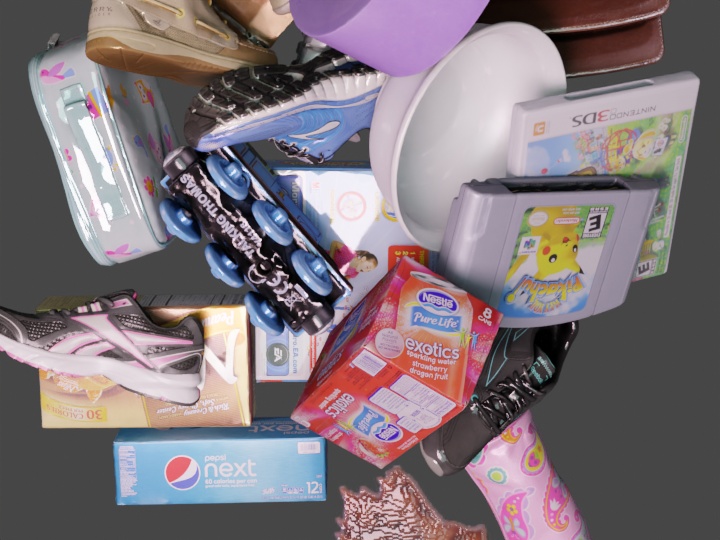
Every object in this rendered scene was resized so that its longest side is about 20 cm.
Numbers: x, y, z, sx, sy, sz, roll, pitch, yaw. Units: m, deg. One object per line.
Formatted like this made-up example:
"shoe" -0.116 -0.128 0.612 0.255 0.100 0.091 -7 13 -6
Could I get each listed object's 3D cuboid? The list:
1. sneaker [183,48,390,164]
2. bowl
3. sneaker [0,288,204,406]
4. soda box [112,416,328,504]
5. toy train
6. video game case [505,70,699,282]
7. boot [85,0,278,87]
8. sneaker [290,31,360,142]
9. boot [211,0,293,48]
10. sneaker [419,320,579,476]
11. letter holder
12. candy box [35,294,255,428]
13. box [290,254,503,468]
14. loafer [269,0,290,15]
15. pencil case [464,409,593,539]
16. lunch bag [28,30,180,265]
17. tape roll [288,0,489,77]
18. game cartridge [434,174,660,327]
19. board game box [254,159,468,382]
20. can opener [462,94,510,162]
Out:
"sneaker" -0.054 -0.123 1.213 0.198 0.078 0.090 -16 125 -29
"bowl" 0.074 -0.125 1.221 0.200 0.090 0.203 -26 132 -32
"sneaker" -0.231 0.054 1.297 0.198 0.080 0.087 15 88 -10
"soda box" -0.130 0.179 1.374 0.197 0.068 0.065 -1 102 0
"toy train" -0.089 -0.033 1.245 0.087 0.114 0.200 -39 98 19
"video game case" 0.206 -0.067 1.273 0.180 0.022 0.202 -13 126 -22
"boot" -0.145 -0.239 1.220 0.072 0.199 0.157 -7 81 44
"sneaker" 0.009 -0.208 1.291 0.114 0.075 0.202 19 108 -13
"boot" -0.128 -0.289 1.270 0.199 0.068 0.189 38 94 -12
"sneaker" 0.124 0.100 1.300 0.076 0.079 0.200 50 60 -23
"letter holder" 0.164 -0.244 1.239 0.197 0.101 0.144 -4 82 1
"candy box" -0.199 0.084 1.358 0.197 0.055 0.117 -1 102 0
"box" 0.027 0.082 1.224 0.099 0.200 0.096 30 61 -7
"loafer" -0.041 -0.317 1.248 0.068 0.076 0.202 26 87 -21
"pencil case" 0.161 0.225 1.375 0.087 0.088 0.201 -25 104 6
"lunch bag" -0.217 -0.113 1.258 0.076 0.161 0.202 -15 104 13
"tape roll" 0.031 -0.260 1.135 0.084 0.200 0.201 22 103 -29
"game cartridge" 0.159 -0.015 1.244 0.198 0.041 0.134 -4 125 -27
"board game box" 0.000 0.000 1.339 0.193 0.056 0.202 1 103 0
"can opener" 0.125 -0.091 1.319 0.067 0.053 0.201 -37 99 5
